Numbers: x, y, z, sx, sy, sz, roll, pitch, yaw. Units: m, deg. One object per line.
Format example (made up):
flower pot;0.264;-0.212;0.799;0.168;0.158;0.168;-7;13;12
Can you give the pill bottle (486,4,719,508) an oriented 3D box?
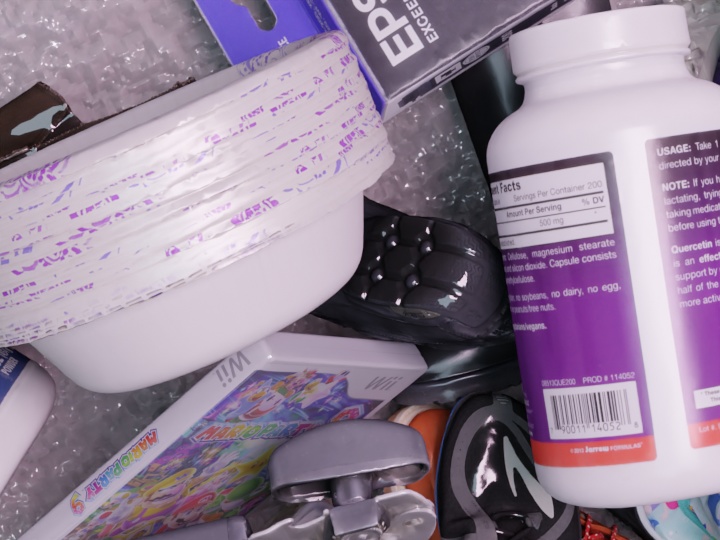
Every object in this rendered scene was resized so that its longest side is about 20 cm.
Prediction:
pill bottle;0.116;-0.006;0.810;0.111;0.112;0.202;-9;90;-1

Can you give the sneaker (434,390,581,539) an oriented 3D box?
sneaker;0.071;0.148;0.860;0.070;0.083;0.202;0;66;-1

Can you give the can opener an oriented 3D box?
can opener;-0.062;0.119;0.865;0.198;0.053;0.067;-13;59;4

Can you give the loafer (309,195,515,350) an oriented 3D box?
loafer;0.000;0.000;0.908;0.070;0.200;0.069;36;77;-40

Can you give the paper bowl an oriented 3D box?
paper bowl;-0.079;-0.020;0.823;0.199;0.201;0.105;-25;99;1

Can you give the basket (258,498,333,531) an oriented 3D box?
basket;0.000;0.216;0.953;0.136;0.123;0.200;-44;97;3

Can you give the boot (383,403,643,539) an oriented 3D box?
boot;0.097;0.138;0.947;0.200;0.107;0.075;49;55;-10

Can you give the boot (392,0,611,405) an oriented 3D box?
boot;0.067;-0.050;0.948;0.163;0.066;0.202;-18;102;-10

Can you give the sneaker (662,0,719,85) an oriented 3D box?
sneaker;0.189;-0.091;0.939;0.201;0.069;0.100;-52;121;-20

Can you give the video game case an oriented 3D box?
video game case;-0.075;0.097;0.903;0.200;0.143;0.018;-41;67;22

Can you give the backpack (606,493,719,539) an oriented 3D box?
backpack;0.227;0.073;0.929;0.177;0.150;0.201;41;85;-29

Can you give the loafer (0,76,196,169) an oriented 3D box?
loafer;-0.162;-0.057;0.945;0.198;0.073;0.072;-9;94;-10

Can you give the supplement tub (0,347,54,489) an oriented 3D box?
supplement tub;-0.262;0.063;0.906;0.199;0.144;0.145;32;95;-6

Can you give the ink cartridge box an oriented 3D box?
ink cartridge box;0.002;-0.180;0.914;0.199;0.043;0.199;-32;77;3
